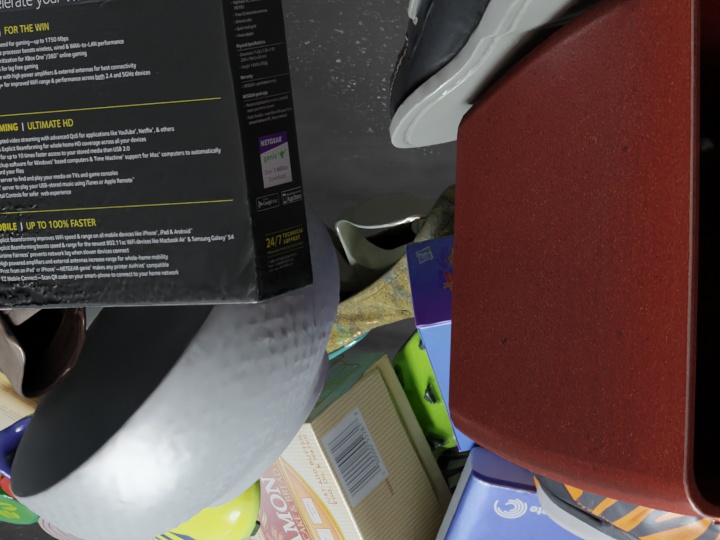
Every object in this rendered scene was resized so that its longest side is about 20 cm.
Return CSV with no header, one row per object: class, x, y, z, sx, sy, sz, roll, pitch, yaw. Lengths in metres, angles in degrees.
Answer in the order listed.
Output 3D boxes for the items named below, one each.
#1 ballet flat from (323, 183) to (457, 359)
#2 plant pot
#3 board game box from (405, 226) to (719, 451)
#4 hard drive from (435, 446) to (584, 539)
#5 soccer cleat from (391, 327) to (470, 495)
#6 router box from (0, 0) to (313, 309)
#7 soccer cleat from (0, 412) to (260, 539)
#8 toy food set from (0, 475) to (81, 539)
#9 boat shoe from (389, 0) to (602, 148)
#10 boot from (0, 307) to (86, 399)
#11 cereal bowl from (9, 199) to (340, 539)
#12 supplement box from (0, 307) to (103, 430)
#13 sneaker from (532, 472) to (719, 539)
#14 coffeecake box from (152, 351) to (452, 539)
ballet flat,0.000,0.000,1.254,0.071,0.071,0.200,30,150,-29
plant pot,0.142,-0.001,0.989,0.199,0.201,0.176,7,172,-36
board game box,0.131,0.020,1.167,0.199,0.045,0.135,-11,150,6
hard drive,0.093,0.177,1.283,0.131,0.025,0.201,11,131,-8
soccer cleat,0.051,0.082,1.390,0.067,0.081,0.201,35,138,19
router box,-0.123,-0.059,1.097,0.199,0.150,0.051,-2,-171,30
soccer cleat,-0.124,0.110,1.307,0.083,0.065,0.200,5,-179,-37
toy food set,-0.160,0.137,1.620,0.199,0.049,0.198,19,154,-10
boat shoe,0.051,-0.108,1.009,0.074,0.061,0.200,-15,165,-17
boot,-0.193,0.000,1.254,0.070,0.147,0.200,-25,160,-26
cereal bowl,-0.076,0.052,1.197,0.083,0.201,0.200,40,147,-15
supplement box,-0.189,0.030,1.387,0.199,0.074,0.126,-9,147,38
sneaker,0.160,0.098,1.127,0.199,0.078,0.112,15,153,21
coffeecake box,-0.045,0.130,1.397,0.199,0.073,0.154,-4,118,46
